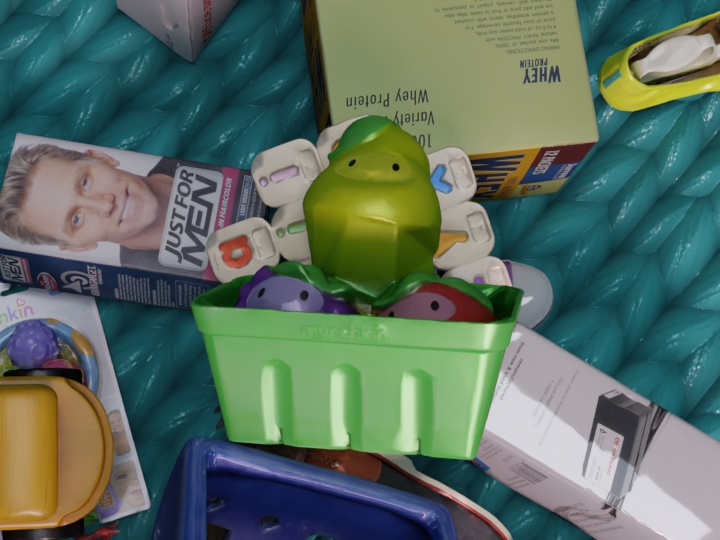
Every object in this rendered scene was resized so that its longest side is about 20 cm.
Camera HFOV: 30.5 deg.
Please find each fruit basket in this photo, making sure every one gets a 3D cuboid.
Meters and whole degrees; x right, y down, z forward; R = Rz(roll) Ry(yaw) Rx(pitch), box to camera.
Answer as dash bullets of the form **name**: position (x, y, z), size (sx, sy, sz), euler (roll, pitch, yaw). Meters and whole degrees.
- **fruit basket**: position (0.004, 0.004, 0.844), size (0.212, 0.155, 0.219), euler (1, 98, 10)

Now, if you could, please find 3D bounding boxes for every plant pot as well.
- **plant pot**: position (-0.052, 0.250, 0.817), size (0.198, 0.181, 0.201), euler (19, 35, -21)

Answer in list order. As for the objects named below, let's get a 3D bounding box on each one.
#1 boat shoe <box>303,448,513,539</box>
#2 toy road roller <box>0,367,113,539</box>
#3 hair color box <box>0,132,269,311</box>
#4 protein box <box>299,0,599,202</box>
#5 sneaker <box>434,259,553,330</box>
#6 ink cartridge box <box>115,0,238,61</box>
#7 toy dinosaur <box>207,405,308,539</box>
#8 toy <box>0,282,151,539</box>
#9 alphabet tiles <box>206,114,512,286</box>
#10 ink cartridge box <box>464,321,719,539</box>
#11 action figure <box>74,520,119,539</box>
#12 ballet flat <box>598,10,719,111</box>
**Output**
- **boat shoe**: position (0.033, 0.172, 0.940), size (0.199, 0.071, 0.063), euler (37, 74, -36)
- **toy road roller**: position (-0.262, 0.119, 0.868), size (0.197, 0.146, 0.125), euler (0, 81, -17)
- **hair color box**: position (-0.171, -0.033, 1.001), size (0.197, 0.061, 0.101), euler (8, 62, -2)
- **protein box**: position (0.060, -0.163, 1.021), size (0.195, 0.135, 0.203), euler (-7, 77, -6)
- **sneaker**: position (0.057, 0.022, 0.990), size (0.197, 0.114, 0.074), euler (-6, 76, -7)
- **ink cartridge box**: position (-0.107, -0.284, 1.029), size (0.085, 0.147, 0.201), euler (36, 77, 3)
- **toy dinosaur**: position (-0.091, 0.153, 0.964), size (0.198, 0.086, 0.137), euler (-29, 81, -6)
- **toy**: position (-0.237, 0.095, 0.981), size (0.114, 0.047, 0.203), euler (-16, 79, -10)
- **alphabet tiles**: position (0.000, 0.000, 0.922), size (0.193, 0.015, 0.202), euler (-20, 93, 1)
- **ink cartridge box**: position (0.166, 0.133, 0.956), size (0.198, 0.145, 0.085), euler (31, 76, 2)
- **action figure**: position (-0.234, 0.241, 0.947), size (0.198, 0.099, 0.066), euler (-26, 82, 13)
- **ballet flat**: position (0.289, -0.181, 1.079), size (0.198, 0.067, 0.068), euler (-19, 78, -9)
